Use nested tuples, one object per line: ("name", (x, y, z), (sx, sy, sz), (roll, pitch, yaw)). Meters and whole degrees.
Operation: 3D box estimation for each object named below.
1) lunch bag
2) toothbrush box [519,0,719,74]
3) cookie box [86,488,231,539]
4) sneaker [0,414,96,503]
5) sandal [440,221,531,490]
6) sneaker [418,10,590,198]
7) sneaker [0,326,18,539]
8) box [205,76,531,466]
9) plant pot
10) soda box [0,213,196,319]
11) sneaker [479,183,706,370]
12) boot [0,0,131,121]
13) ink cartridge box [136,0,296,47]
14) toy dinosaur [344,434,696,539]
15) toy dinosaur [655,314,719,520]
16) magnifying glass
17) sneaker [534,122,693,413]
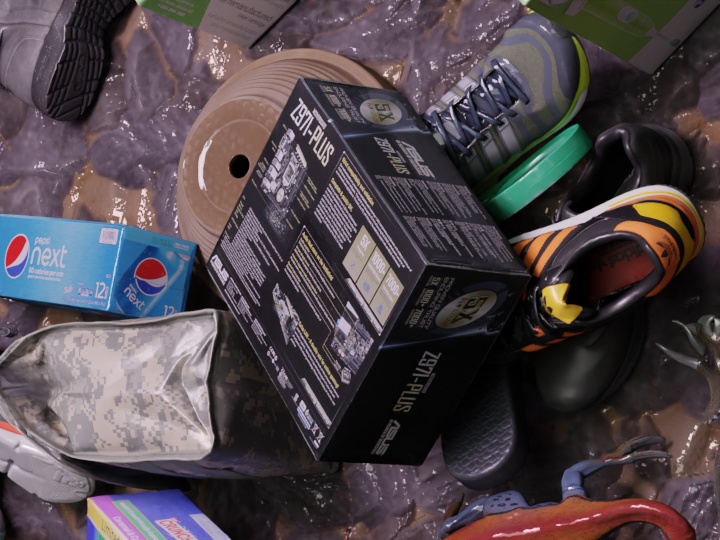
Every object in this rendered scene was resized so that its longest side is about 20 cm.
("lunch bag", (-0.140, 0.094, 1.667), (0.200, 0.164, 0.118), (-5, 78, 30))
("toothbrush box", (0.172, -0.223, 1.513), (0.146, 0.200, 0.086), (-47, 61, 16))
("cookie box", (-0.131, 0.271, 1.611), (0.171, 0.075, 0.200), (-148, 59, -62))
("sneaker", (-0.275, 0.096, 1.766), (0.200, 0.082, 0.077), (33, 140, -7))
("sandal", (0.084, 0.059, 1.591), (0.076, 0.043, 0.200), (-16, 53, 30))
("sneaker", (0.080, -0.097, 1.578), (0.074, 0.081, 0.200), (51, 135, 13))
("sneaker", (-0.303, 0.102, 1.816), (0.140, 0.078, 0.200), (-45, 68, 12))
("box", (0.000, 0.000, 1.530), (0.164, 0.086, 0.200), (-62, 40, 28))
("plant pot", (-0.063, -0.066, 1.692), (0.201, 0.093, 0.201), (-6, 79, 31))
("soda box", (-0.207, -0.002, 1.744), (0.200, 0.068, 0.064), (7, 85, 52))
("sneaker", (0.118, 0.013, 1.481), (0.200, 0.090, 0.070), (-28, 97, 27))
("boot", (-0.243, -0.225, 1.843), (0.132, 0.070, 0.200), (27, 92, 37))
("ink cartridge box", (-0.071, -0.268, 1.699), (0.200, 0.145, 0.084), (-43, 63, 18))
("toy dinosaur", (0.124, 0.181, 1.512), (0.181, 0.200, 0.105), (-22, 86, 59))
("toy dinosaur", (0.258, 0.124, 1.490), (0.102, 0.077, 0.200), (-11, 81, 41))
("magnifying glass", (0.084, -0.039, 1.598), (0.022, 0.080, 0.200), (50, 134, -6))
("sneaker", (0.151, -0.006, 1.554), (0.076, 0.091, 0.200), (15, 91, 29))
